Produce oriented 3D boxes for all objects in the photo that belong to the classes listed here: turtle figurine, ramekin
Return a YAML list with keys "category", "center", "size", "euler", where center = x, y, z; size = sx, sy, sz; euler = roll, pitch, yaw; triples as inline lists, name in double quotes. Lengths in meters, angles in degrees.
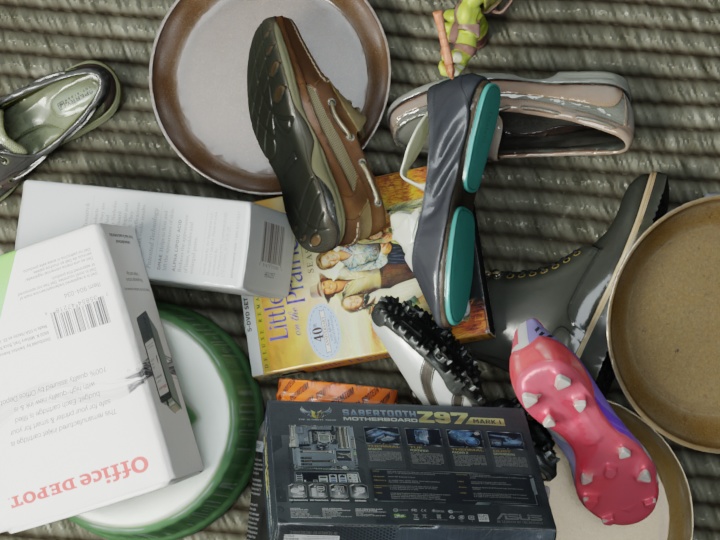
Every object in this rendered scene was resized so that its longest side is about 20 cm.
- category: "turtle figurine"
  center: [0.094, -0.240, 1.594]
  size: [0.064, 0.161, 0.201]
  euler: [3, 85, 4]
- category: "ramekin"
  center: [-0.180, 0.120, 1.613]
  size: [0.199, 0.098, 0.201]
  euler: [0, 85, 3]

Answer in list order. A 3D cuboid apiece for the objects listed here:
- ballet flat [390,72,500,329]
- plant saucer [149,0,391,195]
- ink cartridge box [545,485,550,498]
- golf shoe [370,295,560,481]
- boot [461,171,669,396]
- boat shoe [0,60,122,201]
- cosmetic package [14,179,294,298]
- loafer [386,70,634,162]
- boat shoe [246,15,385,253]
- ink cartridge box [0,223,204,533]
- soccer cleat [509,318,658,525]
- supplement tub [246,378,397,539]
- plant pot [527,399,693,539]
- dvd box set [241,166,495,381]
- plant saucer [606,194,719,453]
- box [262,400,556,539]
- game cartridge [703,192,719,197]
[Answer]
- category: "ballet flat"
  center: [0.061, -0.055, 1.566]
  size: [0.073, 0.073, 0.201]
  euler: [9, 84, 4]
- category: "plant saucer"
  center: [-0.074, -0.160, 1.661]
  size: [0.199, 0.032, 0.201]
  euler: [0, 84, 3]
- category: "ink cartridge box"
  center: [0.087, 0.276, 1.525]
  size: [0.083, 0.145, 0.201]
  euler: [7, 112, 7]
- category: "golf shoe"
  center: [0.063, 0.109, 1.564]
  size: [0.094, 0.078, 0.200]
  euler: [-38, 105, 18]
- category: "boot"
  center: [0.159, -0.002, 1.621]
  size: [0.138, 0.077, 0.201]
  euler: [19, 74, 20]
- category: "boat shoe"
  center: [-0.288, -0.110, 1.655]
  size: [0.200, 0.066, 0.072]
  euler: [-33, 85, 0]
- category: "cosmetic package"
  center: [-0.163, -0.024, 1.602]
  size: [0.199, 0.102, 0.074]
  euler: [5, 86, 20]
- category: "loafer"
  center: [0.122, -0.118, 1.621]
  size: [0.199, 0.072, 0.063]
  euler: [-6, 53, 0]
- category: "boat shoe"
  center: [-0.034, -0.107, 1.608]
  size: [0.074, 0.076, 0.201]
  euler: [-7, 71, -29]
- category: "ink cartridge box"
  center: [-0.220, 0.081, 1.517]
  size: [0.145, 0.084, 0.201]
  euler: [-18, 85, 12]
- category: "soccer cleat"
  center: [0.174, 0.119, 1.552]
  size: [0.067, 0.077, 0.200]
  euler: [-26, 127, 16]
- category: "supplement tub"
  center: [-0.027, 0.189, 1.586]
  size: [0.122, 0.123, 0.201]
  euler: [5, 86, 4]
- category: "plant pot"
  center: [0.167, 0.199, 1.621]
  size: [0.199, 0.027, 0.201]
  euler: [0, 86, 4]
- category: "dvd box set"
  center: [0.000, 0.000, 1.623]
  size: [0.199, 0.029, 0.147]
  euler: [-10, 77, 13]
- category: "plant saucer"
  center: [0.281, 0.041, 1.570]
  size: [0.199, 0.035, 0.201]
  euler: [0, 92, -11]
- category: "box"
  center: [0.031, 0.157, 1.456]
  size: [0.199, 0.158, 0.051]
  euler: [2, 120, -8]
- category: "game cartridge"
  center: [0.326, 0.037, 1.621]
  size: [0.133, 0.040, 0.201]
  euler: [-1, 85, 7]
